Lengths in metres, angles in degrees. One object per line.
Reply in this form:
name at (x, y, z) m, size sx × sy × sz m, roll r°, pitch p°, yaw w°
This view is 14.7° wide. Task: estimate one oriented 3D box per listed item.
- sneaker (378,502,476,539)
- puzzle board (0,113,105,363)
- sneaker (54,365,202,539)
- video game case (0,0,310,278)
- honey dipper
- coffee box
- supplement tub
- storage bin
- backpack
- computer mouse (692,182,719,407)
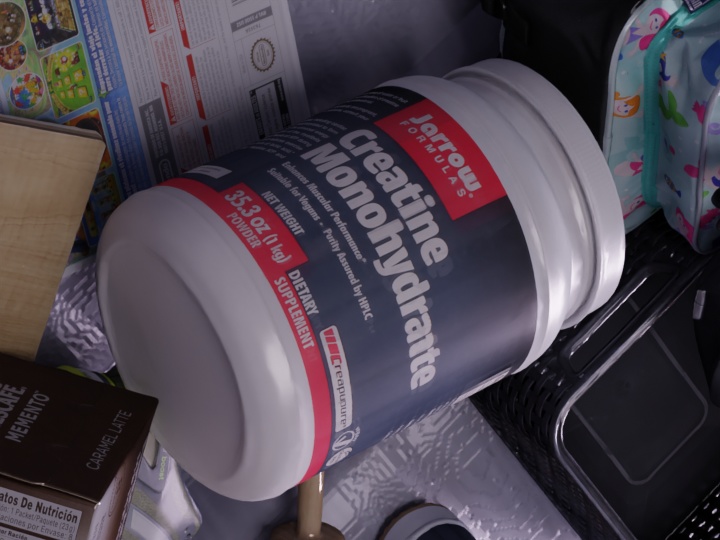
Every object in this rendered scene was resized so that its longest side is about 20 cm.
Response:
sneaker at (0.052, 0.226, 1.395) m, size 0.070 × 0.108 × 0.201 m, roll -16°, pitch 121°, yaw -27°
puzzle board at (-0.217, -0.005, 1.137) m, size 0.199 × 0.017 × 0.151 m, roll 9°, pitch 113°, yaw -30°
sneaker at (-0.112, 0.133, 1.262) m, size 0.081 × 0.074 × 0.201 m, roll -10°, pitch 121°, yaw -36°
video game case at (-0.117, -0.072, 1.188) m, size 0.200 × 0.018 × 0.144 m, roll -26°, pitch 126°, yaw -22°
honey dipper at (-0.022, 0.078, 1.317) m, size 0.038 × 0.038 × 0.201 m, roll -11°, pitch 117°, yaw -30°
coffee box at (-0.154, 0.150, 1.161) m, size 0.079 × 0.114 × 0.201 m, roll 17°, pitch 110°, yaw 2°
supplement tub at (0.000, 0.000, 1.201) m, size 0.200 × 0.140 × 0.141 m, roll -26°, pitch 125°, yaw -28°
storage bin at (0.157, 0.074, 1.395) m, size 0.135 × 0.094 × 0.200 m, roll -45°, pitch 127°, yaw -8°
backpack at (0.170, -0.121, 1.275) m, size 0.200 × 0.150 × 0.178 m, roll -39°, pitch 153°, yaw -22°
computer mouse at (0.209, -0.021, 1.268) m, size 0.140 × 0.046 × 0.200 m, roll -28°, pitch 150°, yaw -12°
